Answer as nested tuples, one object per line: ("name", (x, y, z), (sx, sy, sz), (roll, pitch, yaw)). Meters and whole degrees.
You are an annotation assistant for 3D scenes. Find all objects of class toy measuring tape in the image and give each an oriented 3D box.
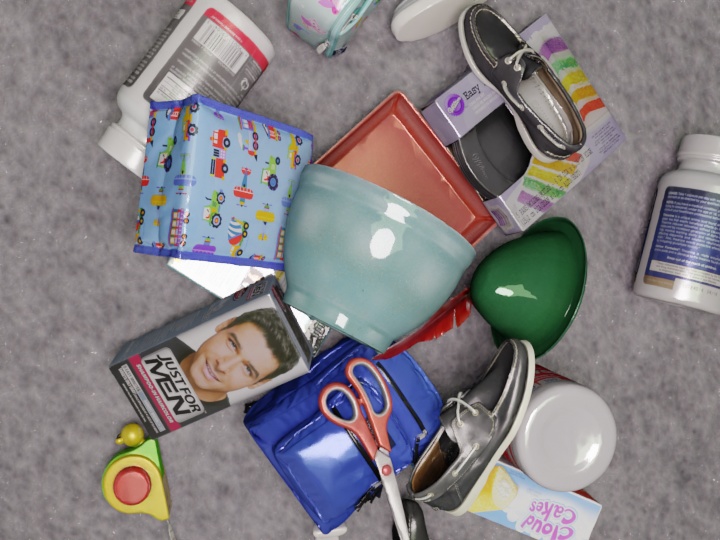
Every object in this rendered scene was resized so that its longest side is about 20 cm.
("toy measuring tape", (-0.249, 0.273, 0.911), (0.072, 0.074, 0.203), (-11, 95, -9))

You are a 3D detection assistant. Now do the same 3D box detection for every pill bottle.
("pill bottle", (0.195, 0.165, 0.911), (0.110, 0.200, 0.114), (-1, 94, -10))
("pill bottle", (-0.191, -0.191, 0.870), (0.110, 0.111, 0.201), (37, 87, -10))
("pill bottle", (0.408, -0.056, 0.978), (0.109, 0.111, 0.203), (14, 92, -10))

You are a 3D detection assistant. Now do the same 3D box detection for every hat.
("hat", (0.130, 0.002, 0.882), (0.174, 0.166, 0.202), (22, 48, -22))

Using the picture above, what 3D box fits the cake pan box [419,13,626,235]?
("cake pan box", (0.191, -0.169, 0.950), (0.199, 0.052, 0.185), (-38, 96, -17))

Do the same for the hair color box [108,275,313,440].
("hair color box", (-0.162, 0.096, 0.886), (0.198, 0.061, 0.100), (-24, 107, 8))

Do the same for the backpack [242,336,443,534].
("backpack", (-0.004, 0.174, 0.898), (0.199, 0.168, 0.164), (-36, 104, -12))

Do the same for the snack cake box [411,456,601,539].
("snack cake box", (0.169, 0.253, 0.956), (0.198, 0.115, 0.068), (24, 90, -9))

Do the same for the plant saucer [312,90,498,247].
("plant saucer", (0.032, -0.070, 0.949), (0.200, 0.037, 0.200), (-42, 99, -7))

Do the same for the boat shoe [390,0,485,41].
("boat shoe", (0.111, -0.343, 0.937), (0.199, 0.072, 0.069), (-35, 77, 1))

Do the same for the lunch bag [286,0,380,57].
("lunch bag", (0.000, -0.327, 0.868), (0.077, 0.160, 0.201), (36, 87, -9))

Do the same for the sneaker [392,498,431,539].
("sneaker", (0.088, 0.364, 0.973), (0.087, 0.074, 0.203), (-9, 104, -9))

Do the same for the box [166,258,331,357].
("box", (-0.116, 0.011, 0.926), (0.199, 0.049, 0.083), (33, 88, -10))

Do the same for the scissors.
("scissors", (0.027, 0.186, 0.809), (0.073, 0.014, 0.202), (-30, 90, -20))

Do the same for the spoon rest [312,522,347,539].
("spoon rest", (-0.033, 0.382, 0.967), (0.098, 0.061, 0.203), (-4, 107, -8))

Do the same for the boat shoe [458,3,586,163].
("boat shoe", (0.181, -0.211, 0.891), (0.073, 0.060, 0.202), (-33, 97, -17))

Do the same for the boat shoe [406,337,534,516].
("boat shoe", (0.116, 0.158, 0.831), (0.067, 0.072, 0.202), (25, 99, -19))

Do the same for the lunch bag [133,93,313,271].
("lunch bag", (-0.118, -0.081, 0.833), (0.198, 0.093, 0.153), (8, 89, -45))

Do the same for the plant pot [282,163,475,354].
("plant pot", (0.000, 0.000, 0.823), (0.198, 0.200, 0.136), (28, 85, -10))
